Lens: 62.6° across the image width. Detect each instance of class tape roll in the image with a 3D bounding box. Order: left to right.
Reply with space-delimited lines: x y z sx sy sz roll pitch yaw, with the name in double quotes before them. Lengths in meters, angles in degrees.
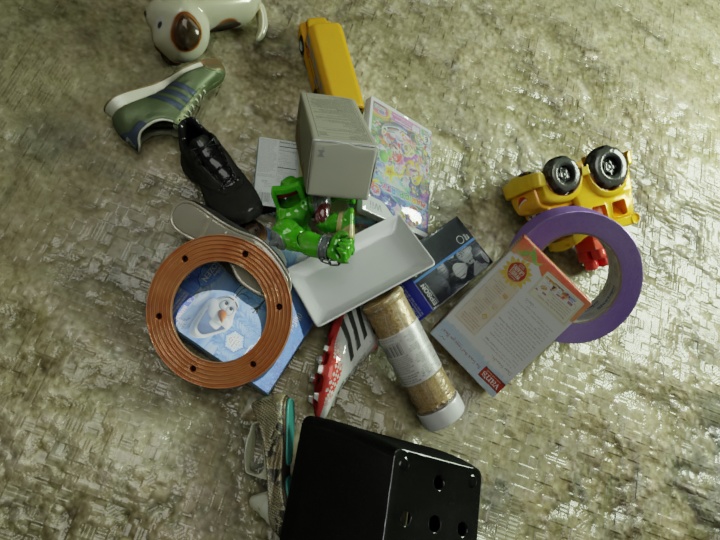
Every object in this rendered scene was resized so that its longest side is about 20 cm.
"tape roll" 0.325 0.006 0.915 0.195 0.066 0.205 1 103 6

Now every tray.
"tray" 0.000 0.000 0.856 0.197 0.022 0.108 -27 60 -15

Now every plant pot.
"plant pot" 0.034 0.296 0.710 0.197 0.176 0.204 22 66 -27

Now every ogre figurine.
"ogre figurine" -0.065 -0.088 0.852 0.117 0.099 0.204 0 64 3

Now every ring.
"ring" -0.187 0.055 0.790 0.195 0.019 0.206 0 90 1

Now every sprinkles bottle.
"sprinkles bottle" 0.076 0.125 0.842 0.068 0.068 0.203 -31 97 -21

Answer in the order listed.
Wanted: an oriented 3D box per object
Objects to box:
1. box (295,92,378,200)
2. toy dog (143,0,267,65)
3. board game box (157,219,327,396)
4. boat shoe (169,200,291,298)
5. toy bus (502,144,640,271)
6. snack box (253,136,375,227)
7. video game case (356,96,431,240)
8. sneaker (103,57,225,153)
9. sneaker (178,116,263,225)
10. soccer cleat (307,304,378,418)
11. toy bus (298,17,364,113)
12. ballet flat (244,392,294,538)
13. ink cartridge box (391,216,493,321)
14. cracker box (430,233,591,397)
"box" -0.040 -0.184 0.852 0.093 0.079 0.201 5 32 -13
"toy dog" -0.264 -0.424 0.961 0.202 0.138 0.195 -55 126 -25
"board game box" -0.160 0.041 0.856 0.197 0.043 0.202 33 67 -1
"boat shoe" -0.175 -0.031 0.827 0.198 0.057 0.067 36 90 -1
"toy bus" 0.359 -0.093 0.993 0.196 0.136 0.197 -13 90 -15
"snack box" -0.070 -0.140 0.944 0.195 0.037 0.119 6 71 -11
"video game case" 0.059 -0.165 0.964 0.141 0.018 0.205 20 65 -35
"sneaker" -0.286 -0.251 0.922 0.198 0.067 0.091 -30 87 -21
"sneaker" -0.213 -0.145 0.859 0.075 0.092 0.200 -35 63 -21
"soccer cleat" -0.018 0.119 0.851 0.084 0.069 0.204 19 64 -11
"toy bus" -0.052 -0.340 0.997 0.064 0.078 0.204 -10 74 -16
"ballet flat" -0.115 0.268 0.780 0.073 0.068 0.205 -10 76 5
"ink cartridge box" 0.113 0.001 0.919 0.199 0.039 0.100 -35 83 -32
"cracker box" 0.218 0.066 0.875 0.134 0.058 0.200 45 104 5
